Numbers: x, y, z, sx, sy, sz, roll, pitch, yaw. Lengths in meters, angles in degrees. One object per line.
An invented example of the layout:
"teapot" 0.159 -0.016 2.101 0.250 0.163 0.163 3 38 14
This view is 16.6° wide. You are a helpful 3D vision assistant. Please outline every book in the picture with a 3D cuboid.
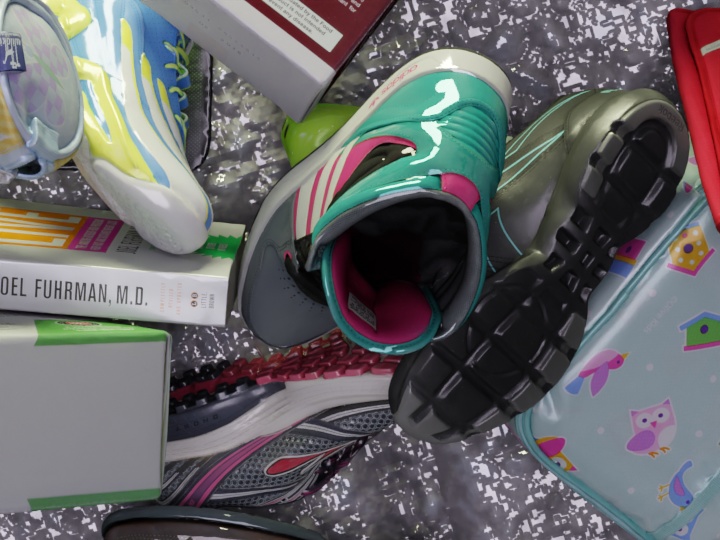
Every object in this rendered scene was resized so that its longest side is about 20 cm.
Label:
"book" -0.161 -0.002 1.224 0.200 0.134 0.048 5 100 0

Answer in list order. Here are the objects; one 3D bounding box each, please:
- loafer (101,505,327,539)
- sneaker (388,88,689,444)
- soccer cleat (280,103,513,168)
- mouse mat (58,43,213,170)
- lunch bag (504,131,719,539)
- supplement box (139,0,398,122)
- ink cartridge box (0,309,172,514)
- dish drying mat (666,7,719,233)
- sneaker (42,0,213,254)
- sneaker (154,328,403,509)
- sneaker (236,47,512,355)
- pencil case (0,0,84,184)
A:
"loafer" -0.036 0.167 1.251 0.200 0.072 0.063 11 61 -9
"sneaker" 0.077 -0.005 1.184 0.200 0.079 0.075 -51 126 -6
"soccer cleat" 0.054 -0.047 1.257 0.200 0.081 0.068 16 104 -22
"mouse mat" -0.175 -0.133 1.281 0.200 0.008 0.161 1 94 1
"lunch bag" 0.176 0.037 1.237 0.160 0.077 0.200 40 96 -23
"supplement box" -0.009 -0.184 1.213 0.109 0.061 0.200 38 70 -1
"ink cartridge box" -0.207 0.060 1.179 0.146 0.200 0.084 -1 96 -40
"dish drying mat" 0.195 -0.073 1.193 0.077 0.200 0.018 9 123 -7
"sneaker" -0.111 -0.100 1.213 0.105 0.076 0.200 -37 61 -9
"sneaker" -0.021 0.075 1.253 0.200 0.081 0.075 -16 105 23
"sneaker" 0.000 0.000 1.144 0.084 0.121 0.200 28 130 -15
"pencil case" -0.228 -0.068 1.152 0.200 0.083 0.091 -12 81 20
